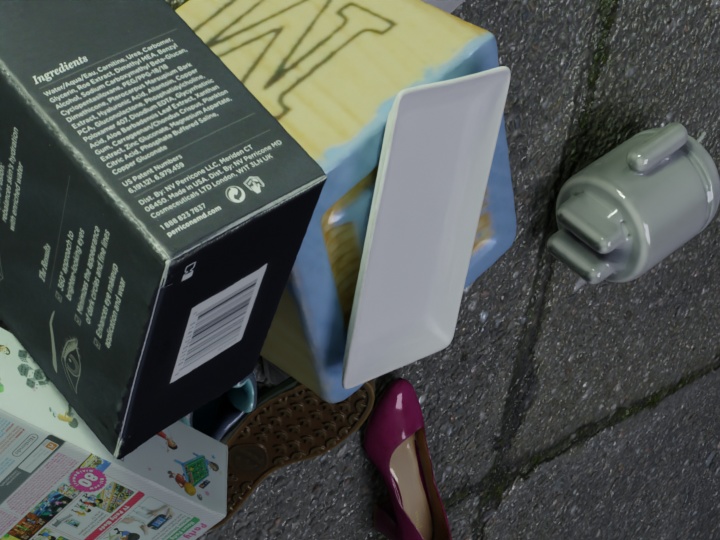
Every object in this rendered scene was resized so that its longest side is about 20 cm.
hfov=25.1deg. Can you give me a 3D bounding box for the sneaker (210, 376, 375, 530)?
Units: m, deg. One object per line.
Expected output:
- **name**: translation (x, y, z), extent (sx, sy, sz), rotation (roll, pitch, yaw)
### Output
- **sneaker**: translation (-0.072, 0.108, 1.214), extent (0.200, 0.090, 0.067), rotation (-39, 119, 24)

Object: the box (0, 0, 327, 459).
- **box**: translation (-0.141, -0.039, 0.917), extent (0.117, 0.200, 0.197), rotation (-31, 159, -34)

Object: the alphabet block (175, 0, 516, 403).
- **alphabet block**: translation (-0.035, -0.070, 1.077), extent (0.196, 0.199, 0.196), rotation (-39, 142, -26)

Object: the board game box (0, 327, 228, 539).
- **board game box**: translation (-0.205, 0.130, 1.012), extent (0.199, 0.065, 0.147), rotation (32, 124, -29)

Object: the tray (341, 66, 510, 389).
- **tray**: translation (0.035, -0.029, 1.000), extent (0.107, 0.022, 0.202), rotation (-18, 129, -43)

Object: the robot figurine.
- **robot figurine**: translation (0.265, -0.064, 1.536), extent (0.199, 0.113, 0.170), rotation (-31, 152, -35)

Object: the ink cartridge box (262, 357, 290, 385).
- **ink cartridge box**: translation (0.000, 0.000, 1.262), extent (0.200, 0.050, 0.161), rotation (-46, 165, -16)

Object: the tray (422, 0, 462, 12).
- **tray**: translation (0.061, -0.217, 1.143), extent (0.107, 0.022, 0.200), rotation (-18, 167, -39)

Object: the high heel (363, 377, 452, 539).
- **high heel**: translation (0.057, 0.190, 1.477), extent (0.067, 0.096, 0.201), rotation (-35, 139, -31)

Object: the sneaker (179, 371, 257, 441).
- **sneaker**: translation (-0.104, 0.070, 1.148), extent (0.078, 0.086, 0.201), rotation (56, 42, -44)
